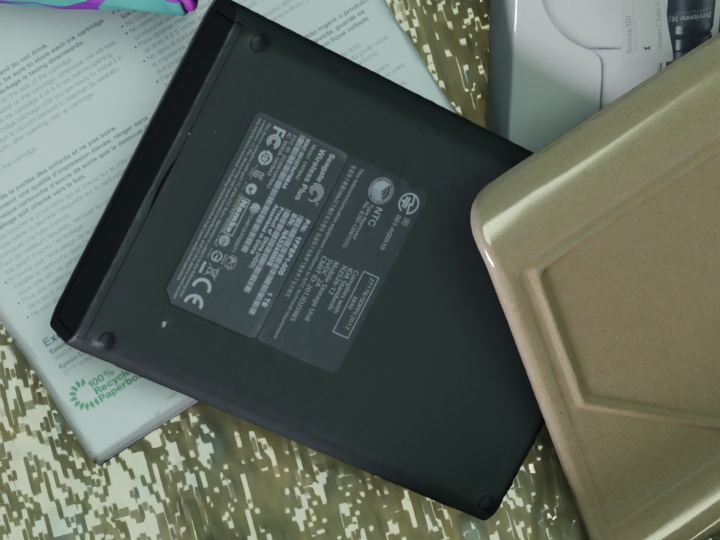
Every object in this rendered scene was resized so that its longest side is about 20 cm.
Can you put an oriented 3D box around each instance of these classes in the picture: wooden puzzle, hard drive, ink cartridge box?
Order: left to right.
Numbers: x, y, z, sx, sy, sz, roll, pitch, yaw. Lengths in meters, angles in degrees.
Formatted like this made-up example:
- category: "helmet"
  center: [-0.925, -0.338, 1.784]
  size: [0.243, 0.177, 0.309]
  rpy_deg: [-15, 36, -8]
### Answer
- category: "ink cartridge box"
  center: [-0.076, -0.058, 1.115]
  size: [0.196, 0.043, 0.200]
  rpy_deg: [-32, 88, -10]
- category: "hard drive"
  center: [0.000, 0.000, 1.078]
  size: [0.200, 0.033, 0.140]
  rpy_deg: [25, 96, -27]
- category: "wooden puzzle"
  center: [0.142, 0.002, 1.107]
  size: [0.185, 0.037, 0.200]
  rpy_deg: [-33, 127, -12]

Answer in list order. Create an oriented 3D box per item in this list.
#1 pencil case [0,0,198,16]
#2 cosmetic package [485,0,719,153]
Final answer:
- category: "pencil case"
  center: [-0.158, -0.139, 1.047]
  size: [0.199, 0.092, 0.085]
  rpy_deg: [2, 85, 3]
- category: "cosmetic package"
  center: [0.152, -0.112, 1.101]
  size: [0.199, 0.151, 0.052]
  rpy_deg: [-6, 43, -6]
